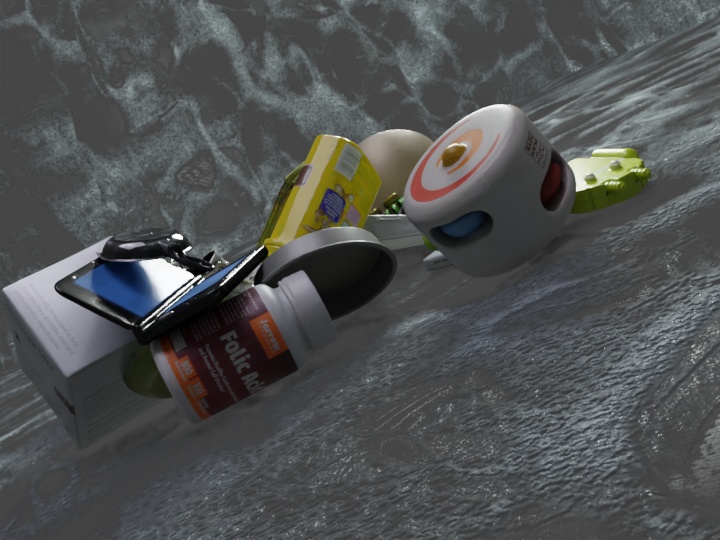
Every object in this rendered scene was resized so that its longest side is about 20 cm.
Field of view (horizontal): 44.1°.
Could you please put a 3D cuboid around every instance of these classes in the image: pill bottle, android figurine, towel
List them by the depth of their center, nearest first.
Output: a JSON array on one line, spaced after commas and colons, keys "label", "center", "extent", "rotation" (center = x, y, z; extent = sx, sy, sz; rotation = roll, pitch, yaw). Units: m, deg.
[{"label": "pill bottle", "center": [-0.135, 0.087, 1.054], "extent": [0.200, 0.114, 0.114], "rotation": [-28, 9, -8]}, {"label": "android figurine", "center": [0.286, -0.115, 1.159], "extent": [0.182, 0.041, 0.200], "rotation": [-25, 16, -23]}, {"label": "towel", "center": [-0.111, -0.094, 1.355], "extent": [0.086, 0.018, 0.200], "rotation": [-46, -9, -40]}]

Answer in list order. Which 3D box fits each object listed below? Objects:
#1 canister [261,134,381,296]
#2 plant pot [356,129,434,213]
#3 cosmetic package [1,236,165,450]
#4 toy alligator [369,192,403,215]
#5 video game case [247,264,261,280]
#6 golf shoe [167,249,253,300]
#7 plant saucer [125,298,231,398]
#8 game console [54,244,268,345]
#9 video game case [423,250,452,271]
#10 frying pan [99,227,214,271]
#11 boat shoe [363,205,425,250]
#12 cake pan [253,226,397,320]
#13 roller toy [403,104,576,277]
[{"label": "canister", "center": [-0.052, -0.074, 1.268], "extent": [0.086, 0.149, 0.200], "rotation": [14, 71, 27]}, {"label": "plant pot", "center": [0.068, -0.124, 1.543], "extent": [0.200, 0.200, 0.135], "rotation": [-25, 44, 5]}, {"label": "cosmetic package", "center": [-0.354, 0.098, 1.194], "extent": [0.165, 0.165, 0.200], "rotation": [-32, -26, -30]}, {"label": "toy alligator", "center": [0.027, -0.065, 1.443], "extent": [0.200, 0.059, 0.054], "rotation": [-40, -4, 8]}, {"label": "video game case", "center": [-0.174, 0.038, 1.425], "extent": [0.181, 0.036, 0.200], "rotation": [-55, 11, -11]}, {"label": "golf shoe", "center": [-0.184, 0.019, 1.244], "extent": [0.200, 0.097, 0.078], "rotation": [-6, 12, -39]}, {"label": "plant saucer", "center": [-0.212, 0.111, 1.172], "extent": [0.200, 0.031, 0.200], "rotation": [-32, -19, -12]}, {"label": "game console", "center": [-0.231, -0.002, 1.073], "extent": [0.176, 0.116, 0.200], "rotation": [-29, 10, 18]}, {"label": "video game case", "center": [0.209, -0.064, 1.240], "extent": [0.182, 0.022, 0.200], "rotation": [-18, 12, 45]}, {"label": "frying pan", "center": [-0.254, -0.024, 1.077], "extent": [0.115, 0.031, 0.190], "rotation": [-10, 15, -21]}, {"label": "boat shoe", "center": [0.081, -0.074, 1.390], "extent": [0.200, 0.069, 0.072], "rotation": [-13, 4, -31]}, {"label": "cake pan", "center": [-0.051, 0.009, 1.151], "extent": [0.200, 0.037, 0.200], "rotation": [-17, -28, -10]}, {"label": "roller toy", "center": [0.149, -0.100, 1.055], "extent": [0.200, 0.140, 0.182], "rotation": [-46, 25, 4]}]
